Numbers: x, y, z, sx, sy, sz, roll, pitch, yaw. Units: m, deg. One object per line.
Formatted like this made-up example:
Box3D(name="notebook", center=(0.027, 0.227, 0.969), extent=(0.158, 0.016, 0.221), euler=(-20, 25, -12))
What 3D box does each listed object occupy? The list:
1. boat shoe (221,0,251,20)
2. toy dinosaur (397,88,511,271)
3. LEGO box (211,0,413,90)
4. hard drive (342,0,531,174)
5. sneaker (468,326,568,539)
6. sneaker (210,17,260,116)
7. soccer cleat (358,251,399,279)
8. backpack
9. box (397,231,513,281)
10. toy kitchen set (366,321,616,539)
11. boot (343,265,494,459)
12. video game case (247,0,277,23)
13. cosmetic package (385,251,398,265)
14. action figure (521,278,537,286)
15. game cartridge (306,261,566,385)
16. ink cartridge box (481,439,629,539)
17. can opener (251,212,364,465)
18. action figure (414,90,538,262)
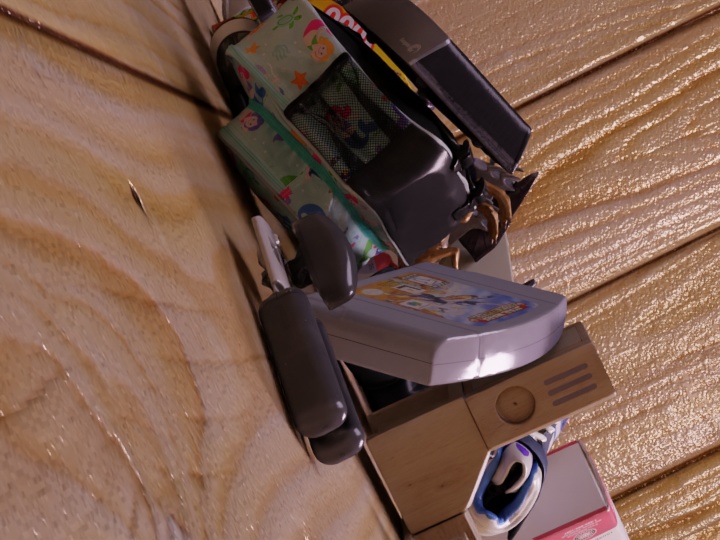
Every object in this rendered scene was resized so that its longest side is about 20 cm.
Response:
Box3D(name="boat shoe", center=(-0.103, -0.232, 1.994), extent=(0.069, 0.072, 0.200), euler=(58, 16, -58))
Box3D(name="toy dinosaur", center=(0.064, -0.058, 1.569), extent=(0.060, 0.106, 0.200), euler=(-138, -126, -77))
Box3D(name="LEGO box", center=(-0.031, -0.173, 1.880), extent=(0.200, 0.149, 0.077), euler=(62, 4, -23))
Box3D(name="hard drive", center=(0.060, -0.151, 1.501), extent=(0.135, 0.042, 0.200), euler=(45, 3, -23))
Box3D(name="sneaker", center=(0.146, 0.142, 1.710), extent=(0.081, 0.200, 0.146), euler=(32, -2, -8))
Box3D(name="sneaker", center=(-0.067, -0.122, 1.715), extent=(0.200, 0.066, 0.091), euler=(58, 9, -28))
Box3D(name="soccer cleat", center=(0.000, 0.000, 1.690), extent=(0.067, 0.076, 0.200), euler=(61, 5, -37))
Box3D(name="backpack", center=(-0.020, -0.103, 1.487), extent=(0.200, 0.151, 0.178), euler=(55, 1, 22))
Box3D(name="box", center=(0.083, 0.015, 1.691), extent=(0.095, 0.078, 0.200), euler=(107, -17, -48))
Box3D(name="toy kitchen set", center=(0.121, 0.175, 1.379), extent=(0.163, 0.180, 0.200), euler=(-88, 153, -80))
Box3D(name="boot", center=(0.039, 0.089, 1.501), extent=(0.168, 0.076, 0.200), euler=(55, -4, 7))
Box3D(name="video game case", center=(-0.049, -0.178, 1.737), extent=(0.200, 0.019, 0.143), euler=(57, 3, -32))
Box3D(name="cosmetic package", center=(0.049, 0.043, 2.060), extent=(0.200, 0.090, 0.107), euler=(57, 7, -40))
Box3D(name="action figure", center=(0.097, 0.096, 1.815), extent=(0.200, 0.105, 0.194), euler=(-128, -131, -73))
Box3D(name="game cartridge", center=(0.057, 0.035, 1.353), extent=(0.200, 0.133, 0.042), euler=(-16, 112, -58))
Box3D(name="ink cartridge box", center=(0.179, 0.258, 1.886), extent=(0.200, 0.146, 0.083), euler=(58, 8, -58))
Box3D(name="can opener", center=(-0.025, 0.030, 1.199), extent=(0.053, 0.067, 0.200), euler=(60, 5, -40))
Box3D(name="action figure", center=(0.044, -0.097, 1.648), extent=(0.200, 0.069, 0.130), euler=(32, 43, -2))
